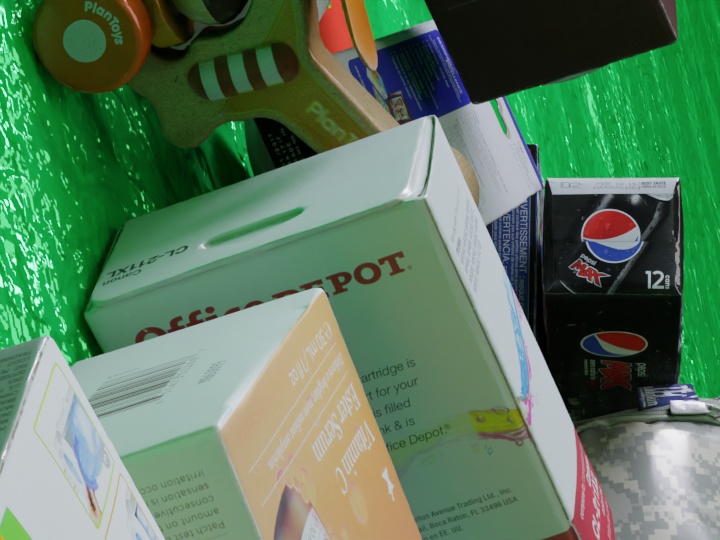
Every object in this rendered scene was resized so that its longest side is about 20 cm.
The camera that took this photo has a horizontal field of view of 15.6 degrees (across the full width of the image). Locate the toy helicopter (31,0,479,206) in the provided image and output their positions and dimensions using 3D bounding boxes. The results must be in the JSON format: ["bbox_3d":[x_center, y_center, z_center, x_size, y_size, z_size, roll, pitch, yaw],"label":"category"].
[{"bbox_3d":[-0.024,-0.088,1.059,0.200,0.132,0.079,42,23,-8],"label":"toy helicopter"}]

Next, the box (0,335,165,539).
[{"bbox_3d":[-0.097,0.136,0.718,0.102,0.112,0.200,-80,149,-57],"label":"box"}]

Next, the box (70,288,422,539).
[{"bbox_3d":[-0.040,0.131,0.917,0.152,0.106,0.201,-58,128,-69],"label":"box"}]

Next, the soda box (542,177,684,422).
[{"bbox_3d":[0.129,0.022,1.336,0.200,0.070,0.064,78,14,-67],"label":"soda box"}]

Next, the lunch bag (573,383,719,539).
[{"bbox_3d":[0.131,0.172,1.318,0.139,0.167,0.201,51,26,-51],"label":"lunch bag"}]

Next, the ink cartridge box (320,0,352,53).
[{"bbox_3d":[-0.001,-0.087,1.381,0.200,0.043,0.174,-34,107,-73],"label":"ink cartridge box"}]

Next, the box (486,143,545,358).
[{"bbox_3d":[0.079,0.020,1.397,0.200,0.040,0.138,58,34,-80],"label":"box"}]

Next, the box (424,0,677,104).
[{"bbox_3d":[0.059,-0.180,1.141,0.075,0.100,0.200,-80,149,-54],"label":"box"}]

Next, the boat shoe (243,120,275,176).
[{"bbox_3d":[0.000,0.000,1.241,0.069,0.071,0.200,-83,152,-58],"label":"boat shoe"}]

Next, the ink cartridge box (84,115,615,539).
[{"bbox_3d":[0.001,0.057,1.053,0.083,0.145,0.201,-77,146,-62],"label":"ink cartridge box"}]

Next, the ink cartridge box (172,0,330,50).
[{"bbox_3d":[-0.068,-0.187,1.189,0.200,0.084,0.145,-72,139,-65],"label":"ink cartridge box"}]

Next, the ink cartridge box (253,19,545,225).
[{"bbox_3d":[0.020,-0.056,1.191,0.100,0.039,0.200,65,26,-1],"label":"ink cartridge box"}]
